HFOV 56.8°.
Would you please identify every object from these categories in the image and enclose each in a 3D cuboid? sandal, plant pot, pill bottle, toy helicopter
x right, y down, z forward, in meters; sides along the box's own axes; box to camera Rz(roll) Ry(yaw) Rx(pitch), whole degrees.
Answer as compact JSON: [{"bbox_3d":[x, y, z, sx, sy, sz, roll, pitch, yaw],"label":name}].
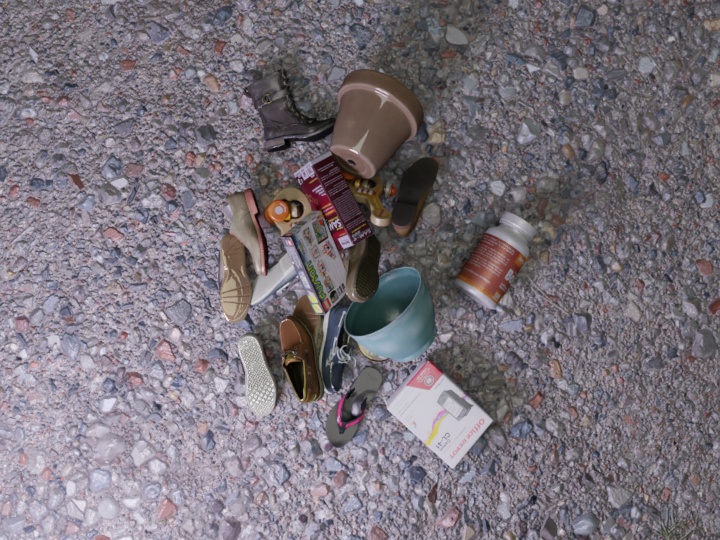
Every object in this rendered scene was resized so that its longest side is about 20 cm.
[{"bbox_3d":[-0.019,0.311,1.521,0.075,0.045,0.202,31,88,1],"label":"sandal"},{"bbox_3d":[0.082,0.110,1.434,0.200,0.200,0.135,-41,114,-1],"label":"plant pot"},{"bbox_3d":[0.307,-0.024,1.500,0.111,0.112,0.201,33,89,1],"label":"pill bottle"},{"bbox_3d":[0.014,-0.304,1.449,0.198,0.200,0.176,27,71,1],"label":"plant pot"},{"bbox_3d":[-0.121,-0.103,1.529,0.132,0.079,0.201,-38,98,-15],"label":"toy helicopter"},{"bbox_3d":[0.032,-0.161,1.485,0.130,0.201,0.080,-4,129,-18],"label":"toy helicopter"}]

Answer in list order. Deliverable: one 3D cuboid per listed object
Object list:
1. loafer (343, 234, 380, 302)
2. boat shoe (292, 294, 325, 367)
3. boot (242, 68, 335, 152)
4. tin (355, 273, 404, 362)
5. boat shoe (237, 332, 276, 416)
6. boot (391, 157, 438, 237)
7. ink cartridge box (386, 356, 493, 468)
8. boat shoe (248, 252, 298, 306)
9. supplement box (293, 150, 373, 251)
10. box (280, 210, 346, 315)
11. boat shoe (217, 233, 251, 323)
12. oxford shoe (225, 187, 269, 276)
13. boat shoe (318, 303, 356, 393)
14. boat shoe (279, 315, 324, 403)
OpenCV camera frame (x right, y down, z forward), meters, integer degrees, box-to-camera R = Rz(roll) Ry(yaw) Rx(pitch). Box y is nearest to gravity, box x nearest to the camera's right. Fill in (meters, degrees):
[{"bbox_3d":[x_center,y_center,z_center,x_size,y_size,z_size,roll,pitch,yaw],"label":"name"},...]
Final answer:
[{"bbox_3d":[0.000,0.000,1.484,0.067,0.201,0.076,-28,119,33],"label":"loafer"},{"bbox_3d":[-0.115,0.156,1.526,0.072,0.062,0.203,1,85,26],"label":"boat shoe"},{"bbox_3d":[-0.160,-0.379,1.536,0.197,0.069,0.177,-15,88,2],"label":"boot"},{"bbox_3d":[0.051,0.108,1.533,0.110,0.042,0.203,13,88,-4],"label":"tin"},{"bbox_3d":[-0.235,0.233,1.518,0.074,0.062,0.203,-13,103,-5],"label":"boat shoe"},{"bbox_3d":[0.124,-0.169,1.535,0.073,0.076,0.202,19,70,18],"label":"boot"},{"bbox_3d":[0.176,0.317,1.502,0.200,0.086,0.148,41,88,3],"label":"ink cartridge box"},{"bbox_3d":[-0.182,0.025,1.512,0.199,0.073,0.062,-40,131,19],"label":"boat shoe"},{"bbox_3d":[-0.060,-0.148,1.460,0.061,0.109,0.202,-32,97,-24],"label":"supplement box"},{"bbox_3d":[-0.093,-0.016,1.464,0.110,0.034,0.202,-44,124,-37],"label":"box"},{"bbox_3d":[-0.291,0.019,1.524,0.071,0.065,0.203,-6,85,-16],"label":"boat shoe"},{"bbox_3d":[-0.253,-0.080,1.500,0.074,0.070,0.203,-14,81,-2],"label":"oxford shoe"},{"bbox_3d":[-0.048,0.178,1.510,0.061,0.075,0.203,0,79,30],"label":"boat shoe"},{"bbox_3d":[-0.136,0.190,1.459,0.072,0.068,0.202,-32,71,23],"label":"boat shoe"}]
